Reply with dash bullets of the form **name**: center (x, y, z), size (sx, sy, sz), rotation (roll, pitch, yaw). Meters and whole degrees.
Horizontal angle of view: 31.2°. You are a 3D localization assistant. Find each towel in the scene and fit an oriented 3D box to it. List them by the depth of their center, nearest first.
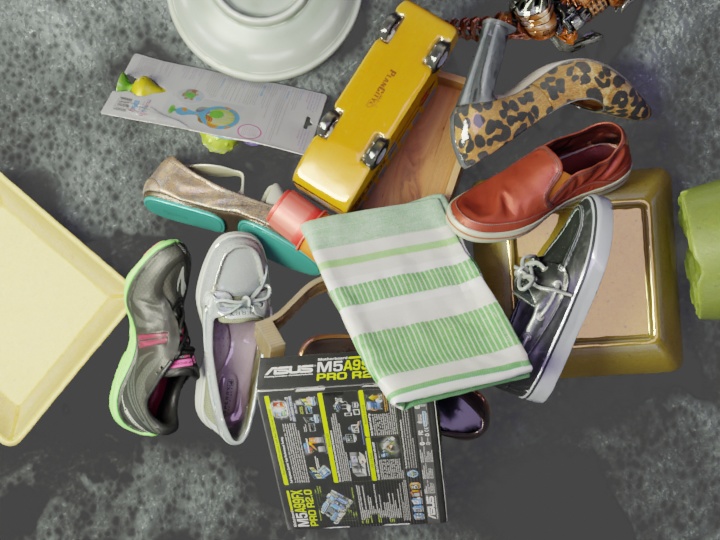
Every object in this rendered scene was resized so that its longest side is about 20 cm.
- **towel**: center (0.051, 0.024, 1.149), size (0.152, 0.023, 0.201), rotation (-12, 60, -24)

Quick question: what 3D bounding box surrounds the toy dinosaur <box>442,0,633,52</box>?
- **toy dinosaur**: center (0.172, -0.270, 1.245), size (0.199, 0.102, 0.136), rotation (-25, 106, -20)

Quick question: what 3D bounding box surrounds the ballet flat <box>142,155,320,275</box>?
- **ballet flat**: center (-0.114, -0.062, 1.262), size (0.199, 0.068, 0.067), rotation (23, 66, 0)

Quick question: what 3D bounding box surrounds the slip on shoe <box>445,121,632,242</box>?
- **slip on shoe**: center (0.166, -0.085, 1.199), size (0.199, 0.061, 0.074), rotation (-23, 49, -15)

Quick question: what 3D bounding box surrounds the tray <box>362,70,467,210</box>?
- **tray**: center (0.048, -0.098, 1.255), size (0.098, 0.037, 0.201), rotation (18, 84, 9)

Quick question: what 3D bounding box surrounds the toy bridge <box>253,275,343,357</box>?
- **toy bridge**: center (-0.011, 0.031, 1.244), size (0.199, 0.027, 0.067), rotation (-17, 53, -22)

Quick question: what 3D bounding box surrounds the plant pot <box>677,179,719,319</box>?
- **plant pot**: center (0.398, -0.028, 1.194), size (0.189, 0.200, 0.201), rotation (-8, 89, 12)

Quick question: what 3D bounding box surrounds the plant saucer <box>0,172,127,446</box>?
- **plant saucer**: center (-0.350, 0.036, 1.274), size (0.200, 0.048, 0.200), rotation (40, 90, 2)

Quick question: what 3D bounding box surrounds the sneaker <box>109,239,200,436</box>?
- **sneaker**: center (-0.184, 0.066, 1.237), size (0.084, 0.077, 0.201), rotation (21, 110, 32)

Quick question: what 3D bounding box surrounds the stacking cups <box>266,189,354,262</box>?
- **stacking cups**: center (0.000, 0.000, 1.207), size (0.200, 0.061, 0.061), rotation (37, 90, 6)

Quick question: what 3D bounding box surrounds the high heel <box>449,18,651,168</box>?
- **high heel**: center (0.181, -0.139, 1.234), size (0.199, 0.071, 0.143), rotation (20, 81, -17)

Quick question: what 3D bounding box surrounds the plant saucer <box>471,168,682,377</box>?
- **plant saucer**: center (0.213, 0.005, 1.251), size (0.199, 0.048, 0.201), rotation (-4, 89, 1)

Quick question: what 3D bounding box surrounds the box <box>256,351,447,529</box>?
- **box**: center (-0.004, 0.161, 1.201), size (0.159, 0.044, 0.201), rotation (-4, 130, 6)

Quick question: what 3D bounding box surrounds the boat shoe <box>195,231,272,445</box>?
- **boat shoe**: center (-0.118, 0.064, 1.234), size (0.074, 0.065, 0.203), rotation (2, 104, -27)

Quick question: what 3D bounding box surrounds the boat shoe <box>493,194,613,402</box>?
- **boat shoe**: center (0.170, 0.019, 1.185), size (0.068, 0.074, 0.200), rotation (20, 99, -12)

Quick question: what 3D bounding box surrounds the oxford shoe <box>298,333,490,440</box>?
- **oxford shoe**: center (0.034, 0.110, 1.249), size (0.199, 0.073, 0.072), rotation (18, 91, 2)

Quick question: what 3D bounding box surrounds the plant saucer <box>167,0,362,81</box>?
- **plant saucer**: center (-0.096, -0.289, 1.264), size (0.199, 0.050, 0.201), rotation (0, 86, 2)

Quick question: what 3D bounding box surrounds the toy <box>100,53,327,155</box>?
- **toy**: center (-0.141, -0.150, 1.258), size (0.199, 0.115, 0.047), rotation (15, 129, 0)

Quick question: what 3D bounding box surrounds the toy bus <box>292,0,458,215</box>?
- **toy bus**: center (0.017, -0.149, 1.209), size (0.065, 0.078, 0.201), rotation (31, 86, 12)
